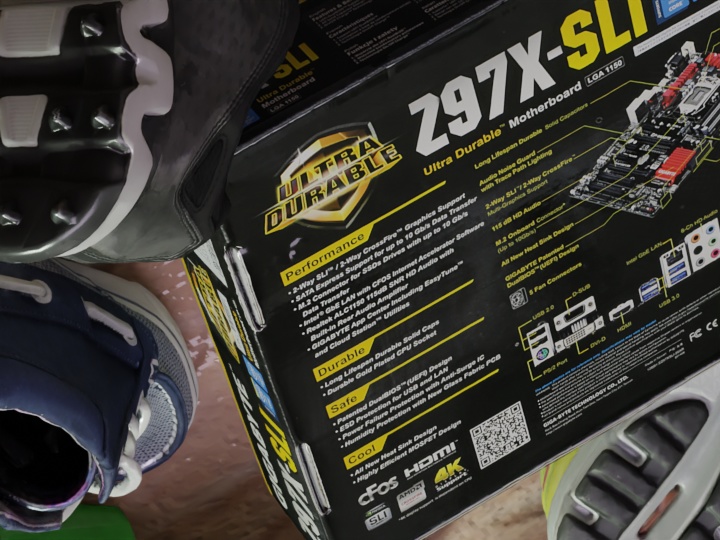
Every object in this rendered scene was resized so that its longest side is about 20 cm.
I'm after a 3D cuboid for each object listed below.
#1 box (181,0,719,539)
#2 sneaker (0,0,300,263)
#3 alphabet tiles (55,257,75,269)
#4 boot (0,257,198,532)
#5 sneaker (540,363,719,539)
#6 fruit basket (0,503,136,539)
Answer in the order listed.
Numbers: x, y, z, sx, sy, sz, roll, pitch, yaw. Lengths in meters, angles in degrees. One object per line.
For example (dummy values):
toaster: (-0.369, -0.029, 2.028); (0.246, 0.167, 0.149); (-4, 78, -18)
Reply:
box: (0.051, -0.027, 0.798); (0.199, 0.049, 0.160); (-30, 132, -12)
sneaker: (-0.050, -0.092, 0.691); (0.066, 0.202, 0.090); (1, 168, 26)
alphabet tiles: (-0.174, 0.020, 0.835); (0.199, 0.006, 0.167); (-21, 151, -14)
boot: (-0.091, 0.042, 0.843); (0.073, 0.091, 0.200); (-34, 151, 9)
sneaker: (0.120, 0.014, 0.937); (0.078, 0.090, 0.200); (40, 94, -17)
fruit basket: (-0.166, 0.169, 0.950); (0.215, 0.156, 0.216); (-26, 149, -17)
